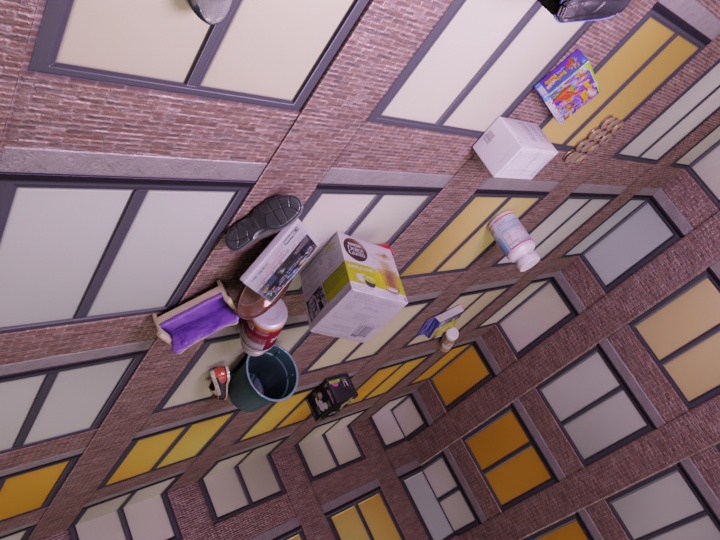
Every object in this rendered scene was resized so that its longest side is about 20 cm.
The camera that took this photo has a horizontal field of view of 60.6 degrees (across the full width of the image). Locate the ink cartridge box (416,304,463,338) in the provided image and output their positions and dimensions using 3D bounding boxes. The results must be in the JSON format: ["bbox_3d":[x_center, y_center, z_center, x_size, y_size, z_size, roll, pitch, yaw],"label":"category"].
[{"bbox_3d":[0.379,0.256,2.933,0.197,0.047,0.199,-24,158,-22],"label":"ink cartridge box"}]

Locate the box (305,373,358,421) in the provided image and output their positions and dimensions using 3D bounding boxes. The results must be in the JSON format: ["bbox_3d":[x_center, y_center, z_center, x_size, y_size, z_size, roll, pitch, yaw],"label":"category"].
[{"bbox_3d":[-0.135,0.593,2.885,0.147,0.126,0.200,-6,149,-47],"label":"box"}]

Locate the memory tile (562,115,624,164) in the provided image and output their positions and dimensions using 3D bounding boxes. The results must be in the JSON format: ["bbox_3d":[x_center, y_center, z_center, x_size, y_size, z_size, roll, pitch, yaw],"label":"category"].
[{"bbox_3d":[0.760,-0.420,2.007,0.152,0.017,0.200,-2,144,-51],"label":"memory tile"}]

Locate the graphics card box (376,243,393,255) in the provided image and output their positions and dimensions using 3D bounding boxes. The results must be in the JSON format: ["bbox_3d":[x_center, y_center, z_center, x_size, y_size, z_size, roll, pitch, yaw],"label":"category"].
[{"bbox_3d":[0.000,0.000,1.883,0.124,0.051,0.200,-7,149,-44],"label":"graphics card box"}]

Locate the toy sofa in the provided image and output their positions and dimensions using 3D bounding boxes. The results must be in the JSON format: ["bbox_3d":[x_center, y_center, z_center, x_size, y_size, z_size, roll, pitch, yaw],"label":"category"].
[{"bbox_3d":[-0.409,0.118,1.545,0.197,0.099,0.083,-27,159,-6],"label":"toy sofa"}]

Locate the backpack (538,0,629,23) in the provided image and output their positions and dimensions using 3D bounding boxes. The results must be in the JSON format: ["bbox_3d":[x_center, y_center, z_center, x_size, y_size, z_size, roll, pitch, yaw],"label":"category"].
[{"bbox_3d":[0.420,-0.554,1.102,0.197,0.149,0.184,-11,151,-31],"label":"backpack"}]

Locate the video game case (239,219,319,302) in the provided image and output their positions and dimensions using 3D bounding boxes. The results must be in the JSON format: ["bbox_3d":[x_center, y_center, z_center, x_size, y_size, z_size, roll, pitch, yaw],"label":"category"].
[{"bbox_3d":[-0.196,-0.024,1.534,0.201,0.023,0.182,-50,159,-5],"label":"video game case"}]

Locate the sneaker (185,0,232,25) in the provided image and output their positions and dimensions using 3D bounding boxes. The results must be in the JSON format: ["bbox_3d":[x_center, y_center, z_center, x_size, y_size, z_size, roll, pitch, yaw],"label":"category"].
[{"bbox_3d":[-0.181,-0.386,0.770,0.076,0.087,0.201,-18,155,-26],"label":"sneaker"}]

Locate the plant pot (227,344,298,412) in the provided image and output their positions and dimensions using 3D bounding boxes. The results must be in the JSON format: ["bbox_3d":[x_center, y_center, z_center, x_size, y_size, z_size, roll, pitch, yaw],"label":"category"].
[{"bbox_3d":[-0.342,0.376,2.084,0.198,0.203,0.195,-7,158,-44],"label":"plant pot"}]

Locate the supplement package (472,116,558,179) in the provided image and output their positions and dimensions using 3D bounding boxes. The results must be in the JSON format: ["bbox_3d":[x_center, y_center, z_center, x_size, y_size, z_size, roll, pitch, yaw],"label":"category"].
[{"bbox_3d":[0.415,-0.322,1.643,0.198,0.111,0.114,-6,148,-46],"label":"supplement package"}]

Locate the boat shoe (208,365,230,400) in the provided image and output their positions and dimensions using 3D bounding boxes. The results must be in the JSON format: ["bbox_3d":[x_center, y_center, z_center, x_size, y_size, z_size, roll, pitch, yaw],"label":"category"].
[{"bbox_3d":[-0.477,0.380,2.057,0.061,0.072,0.201,-12,151,-25],"label":"boat shoe"}]

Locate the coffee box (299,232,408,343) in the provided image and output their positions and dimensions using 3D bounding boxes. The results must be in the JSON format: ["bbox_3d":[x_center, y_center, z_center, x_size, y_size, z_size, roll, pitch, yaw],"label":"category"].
[{"bbox_3d":[-0.023,0.050,1.699,0.197,0.200,0.200,16,133,-35],"label":"coffee box"}]

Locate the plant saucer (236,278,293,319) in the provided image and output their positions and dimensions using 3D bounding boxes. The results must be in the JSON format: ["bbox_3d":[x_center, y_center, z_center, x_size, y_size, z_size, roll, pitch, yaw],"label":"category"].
[{"bbox_3d":[-0.251,0.037,1.599,0.200,0.037,0.202,-42,156,-23],"label":"plant saucer"}]

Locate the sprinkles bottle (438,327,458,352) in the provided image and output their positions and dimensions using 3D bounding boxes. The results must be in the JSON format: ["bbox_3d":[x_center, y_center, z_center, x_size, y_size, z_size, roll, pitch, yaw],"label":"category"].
[{"bbox_3d":[0.464,0.365,3.242,0.067,0.069,0.201,-23,158,-16],"label":"sprinkles bottle"}]

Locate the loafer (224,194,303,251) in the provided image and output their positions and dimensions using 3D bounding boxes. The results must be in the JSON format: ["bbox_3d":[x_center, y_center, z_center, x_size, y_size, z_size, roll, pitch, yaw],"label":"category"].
[{"bbox_3d":[-0.211,-0.109,1.374,0.197,0.073,0.063,-28,179,11],"label":"loafer"}]

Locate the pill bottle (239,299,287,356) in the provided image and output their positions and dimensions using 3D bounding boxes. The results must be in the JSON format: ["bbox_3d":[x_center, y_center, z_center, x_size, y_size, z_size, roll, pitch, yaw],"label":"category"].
[{"bbox_3d":[-0.286,0.164,1.782,0.111,0.114,0.201,-15,155,-32],"label":"pill bottle"}]

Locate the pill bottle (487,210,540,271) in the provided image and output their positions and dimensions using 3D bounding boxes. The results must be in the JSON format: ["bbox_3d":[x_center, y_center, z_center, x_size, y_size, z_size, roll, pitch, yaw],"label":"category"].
[{"bbox_3d":[0.540,-0.102,2.157,0.107,0.202,0.109,-25,159,-11],"label":"pill bottle"}]

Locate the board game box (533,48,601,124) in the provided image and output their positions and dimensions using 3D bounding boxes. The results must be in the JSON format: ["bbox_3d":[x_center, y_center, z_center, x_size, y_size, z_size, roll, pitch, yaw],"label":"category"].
[{"bbox_3d":[0.533,-0.465,1.578,0.134,0.045,0.199,-39,157,20],"label":"board game box"}]
